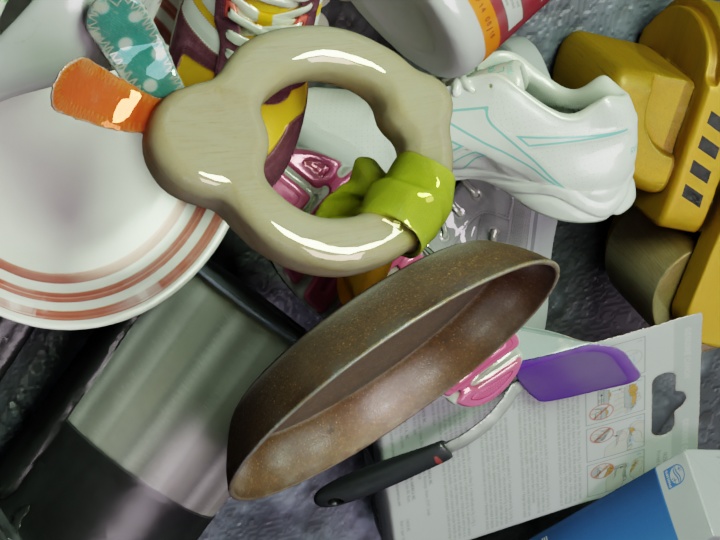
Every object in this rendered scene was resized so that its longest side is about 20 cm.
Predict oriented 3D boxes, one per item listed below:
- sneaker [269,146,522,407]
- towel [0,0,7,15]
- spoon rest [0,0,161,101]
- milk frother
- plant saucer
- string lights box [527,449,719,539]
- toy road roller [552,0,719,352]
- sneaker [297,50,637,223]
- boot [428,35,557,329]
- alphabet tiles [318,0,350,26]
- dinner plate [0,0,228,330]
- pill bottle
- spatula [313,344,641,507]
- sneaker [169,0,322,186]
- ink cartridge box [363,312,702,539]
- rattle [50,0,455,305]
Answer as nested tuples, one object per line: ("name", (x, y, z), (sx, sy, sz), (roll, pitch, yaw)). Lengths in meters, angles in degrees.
("sneaker", (0.000, 0.000, 1.362), (0.200, 0.087, 0.074), (40, 84, -32))
("towel", (-0.206, -0.213, 1.140), (0.152, 0.023, 0.201), (19, 108, -10))
("spoon rest", (-0.156, -0.094, 1.201), (0.200, 0.060, 0.099), (-59, 173, -12))
("milk frother", (-0.114, 0.092, 1.306), (0.180, 0.200, 0.188), (33, 94, -37))
("plant saucer", (0.010, 0.044, 1.253), (0.200, 0.035, 0.200), (-32, 165, -9))
("string lights box", (0.173, 0.177, 1.566), (0.103, 0.059, 0.200), (4, 150, -42))
("toy road roller", (0.177, -0.063, 1.476), (0.146, 0.123, 0.201), (10, 109, -22))
("sneaker", (0.054, -0.085, 1.358), (0.199, 0.071, 0.080), (7, 127, 4))
("boot", (0.058, -0.033, 1.437), (0.095, 0.074, 0.201), (-12, 118, -23))
("alphabet tiles", (-0.053, -0.189, 1.311), (0.195, 0.015, 0.201), (-10, 121, -30))
("dinner plate", (-0.148, -0.070, 1.266), (0.200, 0.024, 0.201), (-2, 93, -30))
("pill bottle", (0.085, -0.205, 1.326), (0.200, 0.113, 0.113), (-42, 131, -14))
("spatula", (0.061, 0.089, 1.421), (0.200, 0.021, 0.057), (-28, 145, 9))
("sneaker", (-0.053, -0.133, 1.240), (0.075, 0.090, 0.201), (2, 95, -13))
("ink cartridge box", (0.100, 0.088, 1.492), (0.199, 0.057, 0.163), (-20, 142, -10))
("rattle", (-0.062, -0.055, 1.223), (0.199, 0.143, 0.131), (6, 85, -15))
